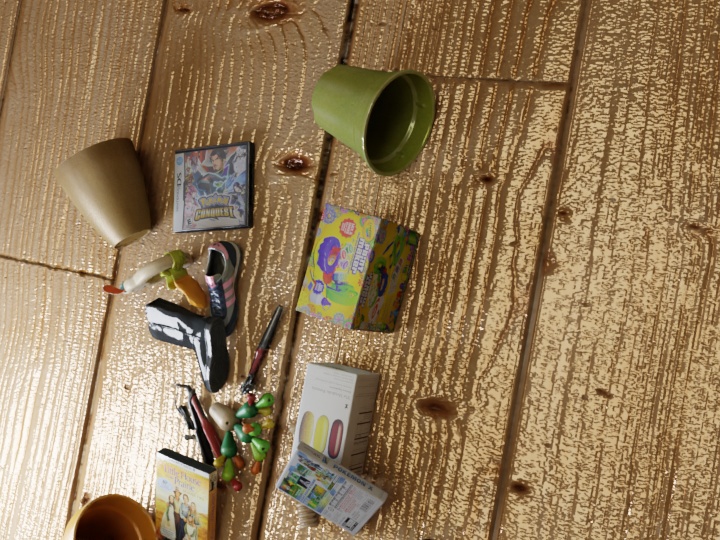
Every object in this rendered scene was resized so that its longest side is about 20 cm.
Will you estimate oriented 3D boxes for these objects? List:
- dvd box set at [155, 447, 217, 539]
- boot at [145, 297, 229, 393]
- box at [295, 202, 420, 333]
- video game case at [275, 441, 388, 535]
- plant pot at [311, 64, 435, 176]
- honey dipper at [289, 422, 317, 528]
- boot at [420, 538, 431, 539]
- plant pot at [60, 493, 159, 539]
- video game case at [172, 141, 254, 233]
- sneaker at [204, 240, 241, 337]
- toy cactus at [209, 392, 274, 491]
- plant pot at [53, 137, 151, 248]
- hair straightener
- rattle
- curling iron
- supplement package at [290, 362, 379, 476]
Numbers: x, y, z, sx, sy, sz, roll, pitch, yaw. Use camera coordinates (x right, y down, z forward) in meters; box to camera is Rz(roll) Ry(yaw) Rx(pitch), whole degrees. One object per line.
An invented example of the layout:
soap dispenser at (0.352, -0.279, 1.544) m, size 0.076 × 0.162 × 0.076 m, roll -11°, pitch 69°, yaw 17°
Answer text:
dvd box set at (-0.360, 0.481, 1.754) m, size 0.144 × 0.029 × 0.204 m, roll 15°, pitch 109°, yaw 27°
boot at (-0.372, 0.157, 1.807) m, size 0.197 × 0.065 × 0.168 m, roll 11°, pitch 106°, yaw 31°
box at (0.000, 0.000, 1.580) m, size 0.120 × 0.192 × 0.203 m, roll 17°, pitch 91°, yaw 25°
video game case at (-0.057, 0.401, 1.555) m, size 0.181 × 0.201 × 0.022 m, roll 30°, pitch 54°, yaw 2°
plant pot at (0.011, -0.306, 1.623) m, size 0.183 × 0.199 × 0.203 m, roll 29°, pitch 97°, yaw 36°
honey dipper at (-0.118, 0.403, 1.682) m, size 0.037 × 0.038 × 0.204 m, roll -17°, pitch 74°, yaw 23°
boot at (0.033, 0.545, 1.500) m, size 0.186 × 0.199 × 0.069 m, roll -27°, pitch 74°, yaw 20°
plant pot at (-0.555, 0.599, 1.793) m, size 0.182 × 0.199 × 0.203 m, roll -35°, pitch 70°, yaw 35°
video game case at (-0.320, -0.178, 1.843) m, size 0.197 × 0.025 × 0.184 m, roll -3°, pitch 83°, yaw 25°
sneaker at (-0.299, 0.039, 1.777) m, size 0.069 × 0.082 × 0.204 m, roll 1°, pitch 89°, yaw 25°
toy cactus at (-0.252, 0.326, 1.728) m, size 0.164 × 0.102 × 0.203 m, roll 30°, pitch 105°, yaw 33°
plant pot at (-0.546, -0.159, 1.878) m, size 0.185 × 0.186 × 0.202 m, roll -28°, pitch 86°, yaw 20°
hair straightener at (-0.353, 0.329, 1.793) m, size 0.076 × 0.041 × 0.202 m, roll -35°, pitch 77°, yaw 18°
rattle at (-0.437, 0.051, 1.825) m, size 0.198 × 0.130 × 0.144 m, roll -29°, pitch 100°, yaw 5°
curling iron at (-0.198, 0.166, 1.745) m, size 0.049 × 0.025 × 0.203 m, roll 25°, pitch 92°, yaw 62°
supplement package at (-0.048, 0.285, 1.617) m, size 0.112 × 0.109 × 0.204 m, roll 9°, pitch 88°, yaw 26°
